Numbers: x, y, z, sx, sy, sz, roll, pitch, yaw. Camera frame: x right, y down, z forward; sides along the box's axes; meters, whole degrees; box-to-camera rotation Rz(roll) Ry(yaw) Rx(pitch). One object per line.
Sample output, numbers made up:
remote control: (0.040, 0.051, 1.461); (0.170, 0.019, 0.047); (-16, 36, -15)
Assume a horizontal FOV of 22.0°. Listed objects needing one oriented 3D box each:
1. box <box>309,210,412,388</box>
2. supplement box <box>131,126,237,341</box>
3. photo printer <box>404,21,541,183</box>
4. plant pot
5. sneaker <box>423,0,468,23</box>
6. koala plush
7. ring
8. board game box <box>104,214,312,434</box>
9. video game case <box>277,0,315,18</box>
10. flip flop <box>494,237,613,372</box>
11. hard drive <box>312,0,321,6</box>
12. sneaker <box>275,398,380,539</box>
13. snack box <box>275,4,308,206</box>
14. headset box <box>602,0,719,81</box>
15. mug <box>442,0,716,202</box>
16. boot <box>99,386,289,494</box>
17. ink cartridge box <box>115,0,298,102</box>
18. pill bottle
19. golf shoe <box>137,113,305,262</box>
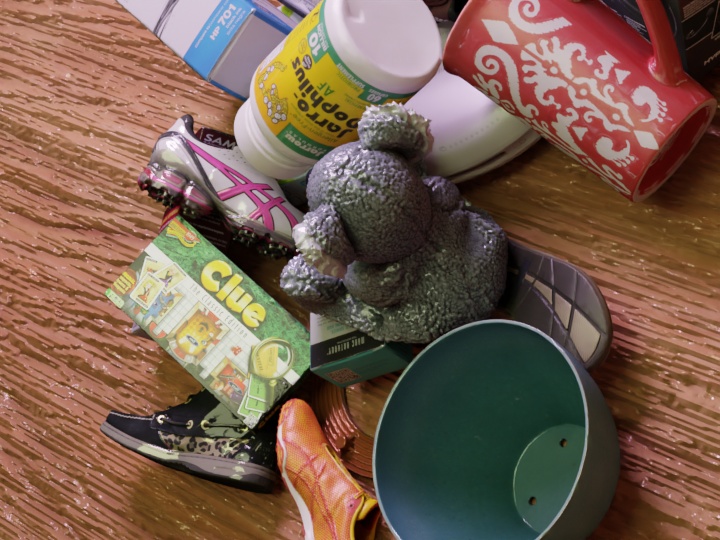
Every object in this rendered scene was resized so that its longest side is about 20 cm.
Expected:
box: (0.000, 0.000, 1.682); (0.082, 0.049, 0.200); (-19, 56, 30)
supplement box: (-0.164, -0.030, 1.811); (0.109, 0.061, 0.200); (153, 133, -72)
photo printer: (0.090, -0.177, 1.692); (0.166, 0.069, 0.200); (-20, 60, 32)
plant pot: (0.128, 0.154, 1.482); (0.200, 0.135, 0.200); (-15, 63, 33)
sneaker: (0.035, -0.227, 1.662); (0.115, 0.076, 0.200); (37, 97, 41)
koala plush: (0.021, -0.043, 1.534); (0.184, 0.200, 0.177); (29, 77, 31)
ring: (0.032, 0.089, 1.664); (0.200, 0.019, 0.201); (-16, 63, 34)
board game box: (-0.133, 0.048, 1.711); (0.200, 0.023, 0.105); (40, 83, 18)
video game case: (0.018, -0.312, 1.785); (0.200, 0.019, 0.143); (-42, 37, -5)
flip flop: (0.157, 0.027, 1.571); (0.200, 0.058, 0.081); (34, 100, 57)
hard drive: (0.056, -0.305, 1.637); (0.200, 0.025, 0.132); (-6, 62, 26)
sneaker: (-0.021, 0.201, 1.639); (0.077, 0.073, 0.200); (-27, 64, 13)
snack box: (-0.035, -0.175, 1.803); (0.142, 0.053, 0.200); (-18, 61, 34)
headset box: (0.235, -0.274, 1.524); (0.075, 0.200, 0.149); (-36, 46, -17)
mug: (0.185, -0.167, 1.517); (0.200, 0.178, 0.133); (42, 70, 17)
boot: (-0.143, 0.118, 1.759); (0.203, 0.073, 0.154); (12, 78, 35)
ink cartridge box: (-0.125, -0.227, 1.763); (0.086, 0.146, 0.200); (-55, 47, 9)
pill bottle: (-0.027, -0.161, 1.602); (0.200, 0.113, 0.113); (-38, 50, 48)
golf shoe: (-0.103, -0.073, 1.739); (0.092, 0.200, 0.073); (-64, 10, -13)
